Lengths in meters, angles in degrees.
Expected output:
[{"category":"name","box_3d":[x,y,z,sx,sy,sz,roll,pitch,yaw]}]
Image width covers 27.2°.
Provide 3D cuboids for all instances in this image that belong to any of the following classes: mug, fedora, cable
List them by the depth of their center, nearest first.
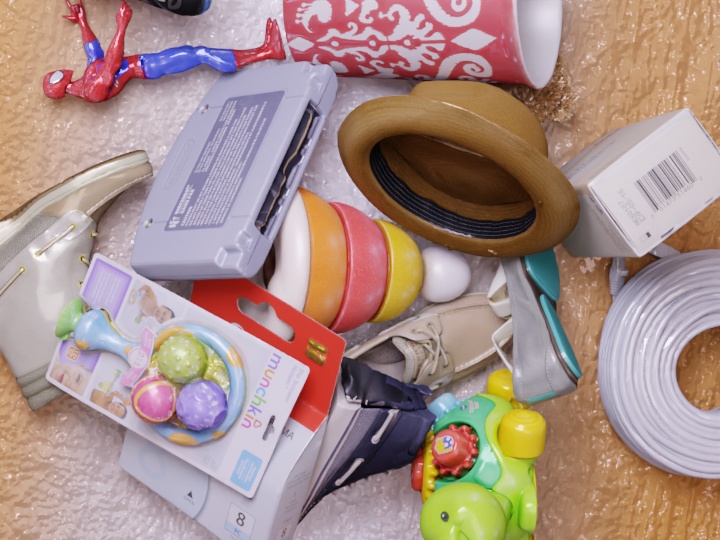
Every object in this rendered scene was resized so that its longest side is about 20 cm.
[{"category":"fedora","box_3d":[0.084,-0.092,1.176,0.200,0.201,0.082,26,60,-6]},{"category":"mug","box_3d":[0.057,-0.215,1.218,0.200,0.177,0.134,2,103,22]},{"category":"cable","box_3d":[0.305,0.082,1.292,0.200,0.069,0.200,10,89,-7]}]

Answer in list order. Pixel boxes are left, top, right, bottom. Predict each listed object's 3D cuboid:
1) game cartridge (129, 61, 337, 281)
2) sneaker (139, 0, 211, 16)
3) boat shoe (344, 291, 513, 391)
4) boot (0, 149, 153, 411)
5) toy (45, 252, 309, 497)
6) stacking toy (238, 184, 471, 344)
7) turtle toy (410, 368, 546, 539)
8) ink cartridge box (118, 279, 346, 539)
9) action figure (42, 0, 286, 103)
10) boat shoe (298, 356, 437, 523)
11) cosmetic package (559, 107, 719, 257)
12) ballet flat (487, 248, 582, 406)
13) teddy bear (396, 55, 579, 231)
[{"category":"game cartridge","box_3d":[-0.105,-0.078,1.195,0.041,0.133,0.200,50,52,-43]},{"category":"sneaker","box_3d":[-0.191,-0.241,1.179,0.083,0.199,0.071,-27,130,-41]},{"category":"boat shoe","box_3d":[0.046,0.074,1.264,0.200,0.065,0.072,-20,93,-6]},{"category":"boot","box_3d":[-0.227,0.007,1.228,0.200,0.072,0.155,-33,94,0]},{"category":"toy","box_3d":[-0.152,0.082,1.147,0.200,0.047,0.115,28,103,18]},{"category":"stacking toy","box_3d":[0.000,0.000,1.247,0.200,0.146,0.146,4,90,-26]},{"category":"turtle toy","box_3d":[0.093,0.173,1.209,0.101,0.200,0.146,2,110,-3]},{"category":"ink cartridge box","box_3d":[-0.105,0.109,1.180,0.160,0.047,0.200,30,119,28]},{"category":"action figure","box_3d":[-0.172,-0.197,1.234,0.200,0.065,0.099,-17,101,-7]},{"category":"boat shoe","box_3d":[-0.013,0.159,1.224,0.093,0.075,0.200,16,131,-20]},{"category":"cosmetic package","box_3d":[0.217,-0.067,1.215,0.103,0.200,0.073,-37,95,-6]},{"category":"ballet flat","box_3d":[0.134,0.030,1.231,0.064,0.200,0.067,-28,127,19]},{"category":"teddy bear","box_3d":[0.088,-0.120,1.273,0.145,0.067,0.200,33,91,7]}]
